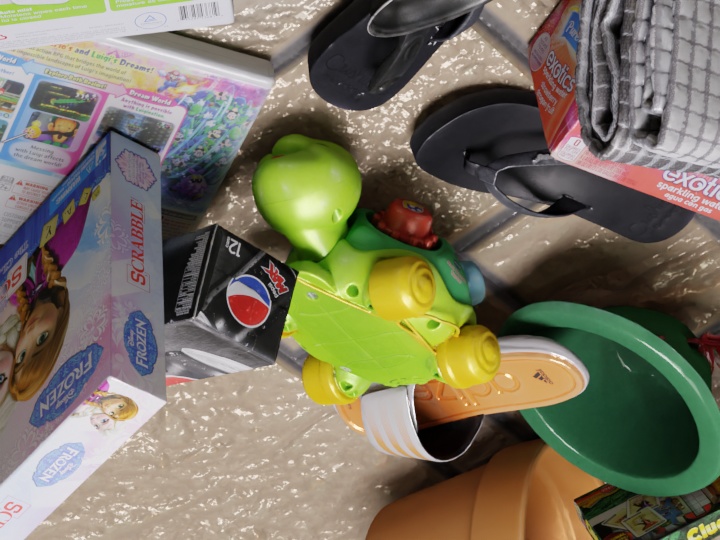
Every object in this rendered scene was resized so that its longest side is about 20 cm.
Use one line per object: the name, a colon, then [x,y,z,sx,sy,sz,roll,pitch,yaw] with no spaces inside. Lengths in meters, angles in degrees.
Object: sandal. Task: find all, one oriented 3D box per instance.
sandal: [0.127,-0.060,1.570,0.199,0.043,0.076,15,131,-22]
sandal: [0.043,-0.159,1.448,0.076,0.043,0.200,19,130,-24]
sandal: [0.054,0.088,1.656,0.206,0.059,0.079,-14,131,40]

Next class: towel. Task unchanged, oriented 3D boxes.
towel: [0.199,-0.150,1.371,0.165,0.202,0.085,8,173,-36]

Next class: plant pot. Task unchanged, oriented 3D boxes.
plant pot: [0.090,0.222,1.762,0.139,0.201,0.200,-9,138,25]

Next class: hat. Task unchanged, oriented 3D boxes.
hat: [0.209,0.038,1.697,0.165,0.176,0.201,2,133,41]

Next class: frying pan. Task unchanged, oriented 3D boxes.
frying pan: [0.053,-0.152,1.390,0.114,0.031,0.190,-23,172,-4]

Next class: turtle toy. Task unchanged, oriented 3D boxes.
turtle toy: [0.000,0.000,1.571,0.145,0.102,0.200,-9,139,36]

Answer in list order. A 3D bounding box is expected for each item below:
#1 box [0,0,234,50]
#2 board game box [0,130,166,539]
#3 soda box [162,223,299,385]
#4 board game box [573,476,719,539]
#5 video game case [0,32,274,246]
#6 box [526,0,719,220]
box: [-0.172,-0.198,1.315,0.198,0.097,0.177,-7,154,-1]
board game box: [-0.188,0.052,1.494,0.041,0.200,0.200,26,127,-29]
soda box: [-0.128,0.029,1.550,0.071,0.064,0.199,30,154,-32]
board game box: [0.248,0.138,1.702,0.199,0.105,0.024,-27,109,-3]
video game case: [-0.176,-0.081,1.522,0.199,0.024,0.183,14,131,-20]
box: [0.209,-0.101,1.502,0.199,0.100,0.096,19,130,-24]
